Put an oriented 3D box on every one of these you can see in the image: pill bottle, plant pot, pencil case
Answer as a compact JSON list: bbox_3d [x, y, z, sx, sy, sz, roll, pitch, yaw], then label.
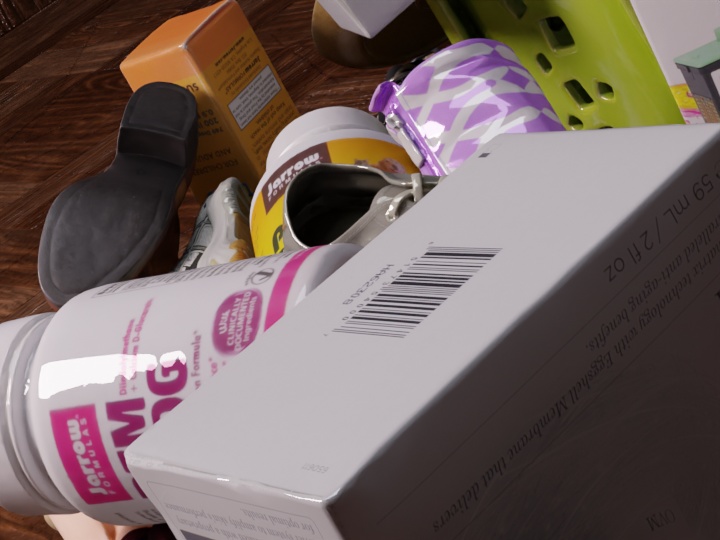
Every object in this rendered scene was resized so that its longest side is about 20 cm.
[{"bbox_3d":[0.000,0.000,1.002,0.109,0.110,0.201,-26,39,9],"label":"pill bottle"},{"bbox_3d":[-0.079,0.057,0.860,0.198,0.114,0.114,-10,26,29],"label":"pill bottle"},{"bbox_3d":[0.053,-0.205,1.246,0.199,0.028,0.200,-37,-21,-16],"label":"plant pot"},{"bbox_3d":[0.165,-0.167,1.146,0.181,0.201,0.199,-13,26,52],"label":"plant pot"},{"bbox_3d":[0.079,-0.028,0.939,0.085,0.084,0.201,-6,50,-31],"label":"pencil case"}]

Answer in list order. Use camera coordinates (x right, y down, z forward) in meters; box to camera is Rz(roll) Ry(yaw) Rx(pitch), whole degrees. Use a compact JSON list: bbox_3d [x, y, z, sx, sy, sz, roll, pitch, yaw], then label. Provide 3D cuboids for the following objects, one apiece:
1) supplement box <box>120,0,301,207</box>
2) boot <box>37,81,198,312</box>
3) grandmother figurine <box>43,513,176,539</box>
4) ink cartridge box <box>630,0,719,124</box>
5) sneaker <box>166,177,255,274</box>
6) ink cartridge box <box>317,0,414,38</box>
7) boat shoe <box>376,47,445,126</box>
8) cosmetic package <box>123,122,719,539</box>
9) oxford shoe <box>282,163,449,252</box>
[{"bbox_3d":[-0.072,-0.071,1.223,0.066,0.201,0.069,-12,29,39],"label":"supplement box"},{"bbox_3d":[-0.151,0.012,1.166,0.068,0.201,0.189,10,45,1],"label":"boot"},{"bbox_3d":[-0.113,0.149,0.923,0.200,0.060,0.122,42,114,63],"label":"grandmother figurine"},{"bbox_3d":[0.212,-0.113,0.926,0.083,0.201,0.145,-16,23,32],"label":"ink cartridge box"},{"bbox_3d":[-0.093,0.008,1.107,0.087,0.076,0.200,-31,16,9],"label":"sneaker"},{"bbox_3d":[0.045,-0.230,1.084,0.200,0.083,0.146,-41,12,1],"label":"ink cartridge box"},{"bbox_3d":[0.041,-0.121,1.331,0.074,0.061,0.200,-35,3,21],"label":"boat shoe"},{"bbox_3d":[0.065,0.088,0.638,0.199,0.201,0.122,-41,25,-29],"label":"cosmetic package"},{"bbox_3d":[0.043,-0.017,0.867,0.198,0.058,0.075,5,48,31],"label":"oxford shoe"}]
